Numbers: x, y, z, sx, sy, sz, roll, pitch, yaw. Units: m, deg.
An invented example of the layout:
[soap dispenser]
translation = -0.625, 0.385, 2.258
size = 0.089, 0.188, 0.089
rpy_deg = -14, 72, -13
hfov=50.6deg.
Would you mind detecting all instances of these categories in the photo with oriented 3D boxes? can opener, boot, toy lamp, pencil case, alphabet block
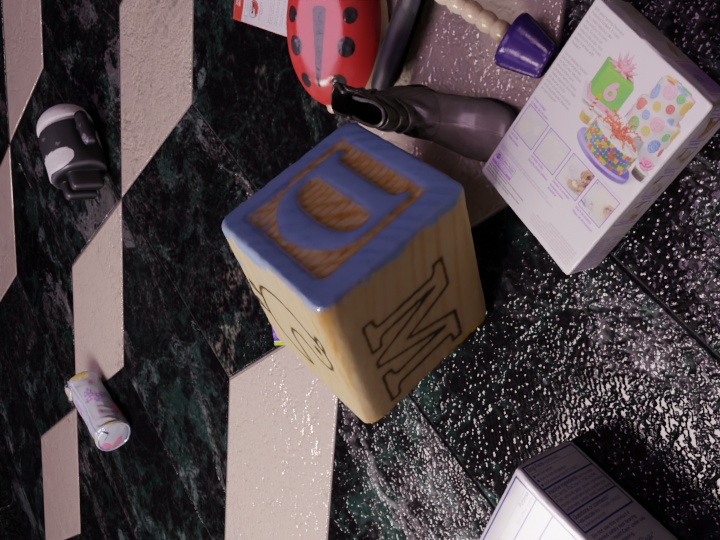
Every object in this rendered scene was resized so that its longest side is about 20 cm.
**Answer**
[can opener]
translation = 0.051, -0.296, 0.864
size = 0.078, 0.063, 0.203
rpy_deg = 26, 130, 14
[boot]
translation = 0.063, -0.159, 0.816
size = 0.198, 0.129, 0.069
rpy_deg = 27, 117, 43
[toy lamp]
translation = 0.108, -0.261, 0.764
size = 0.199, 0.058, 0.059
rpy_deg = 39, 127, 14
[pencil case]
translation = -0.597, 0.317, 1.729
size = 0.083, 0.091, 0.200
rpy_deg = -47, 55, -3
[alphabet block]
translation = 0.000, 0.000, 0.820
size = 0.195, 0.195, 0.202
rpy_deg = 38, 159, 41

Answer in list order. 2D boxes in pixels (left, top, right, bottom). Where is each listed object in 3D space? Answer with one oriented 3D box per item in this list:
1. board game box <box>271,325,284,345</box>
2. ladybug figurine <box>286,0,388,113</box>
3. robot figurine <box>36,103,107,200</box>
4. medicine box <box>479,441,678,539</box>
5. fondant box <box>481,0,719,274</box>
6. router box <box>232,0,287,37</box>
[board game box]
translation = -0.059, 0.032, 1.066
size = 0.198, 0.044, 0.138
rpy_deg = -8, 91, 50
[ladybug figurine]
translation = -0.035, -0.294, 0.925
size = 0.133, 0.072, 0.205
rpy_deg = 6, 110, 23
[robot figurine]
translation = -0.604, -0.250, 1.603
size = 0.148, 0.125, 0.203
rpy_deg = -24, 76, 6
[medicine box]
translation = 0.216, 0.312, 0.749
size = 0.200, 0.102, 0.185
rpy_deg = 44, 128, 36
[fondant box]
translation = 0.217, -0.119, 0.699
size = 0.145, 0.057, 0.201
rpy_deg = 56, 135, 27
[router box]
translation = -0.097, -0.425, 1.018
size = 0.178, 0.048, 0.204
rpy_deg = 31, 120, 43
